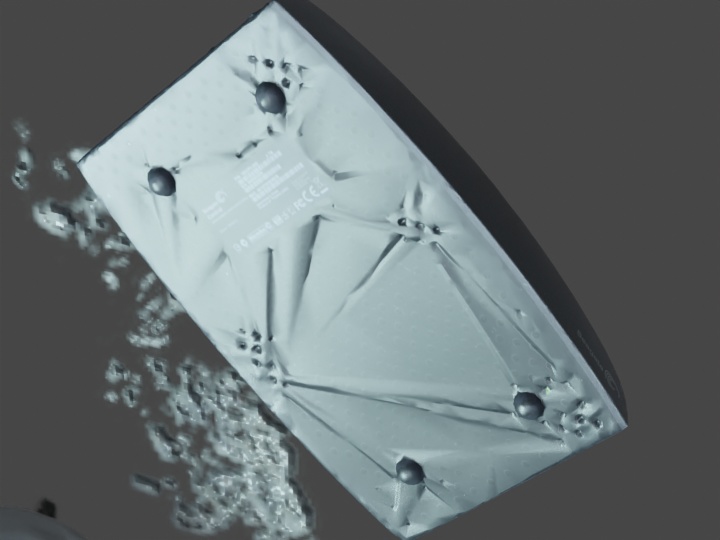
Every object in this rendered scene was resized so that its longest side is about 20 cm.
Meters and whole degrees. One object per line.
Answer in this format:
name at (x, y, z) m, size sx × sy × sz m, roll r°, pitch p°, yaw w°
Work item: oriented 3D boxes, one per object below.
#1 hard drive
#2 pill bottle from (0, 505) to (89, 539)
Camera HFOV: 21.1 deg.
hard drive at (0.000, 0.000, 0.731) m, size 0.135 × 0.042 × 0.200 m, roll -34°, pitch 101°, yaw 37°
pill bottle at (-0.186, 0.213, 0.913) m, size 0.111 × 0.111 × 0.200 m, roll 31°, pitch 129°, yaw 6°
